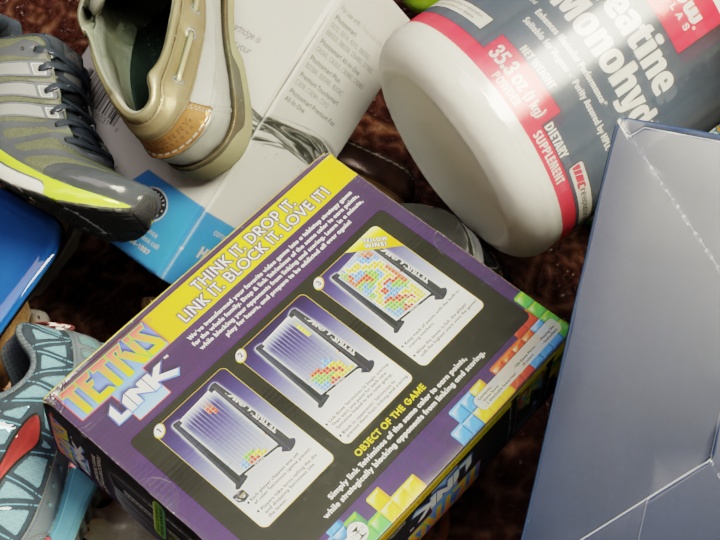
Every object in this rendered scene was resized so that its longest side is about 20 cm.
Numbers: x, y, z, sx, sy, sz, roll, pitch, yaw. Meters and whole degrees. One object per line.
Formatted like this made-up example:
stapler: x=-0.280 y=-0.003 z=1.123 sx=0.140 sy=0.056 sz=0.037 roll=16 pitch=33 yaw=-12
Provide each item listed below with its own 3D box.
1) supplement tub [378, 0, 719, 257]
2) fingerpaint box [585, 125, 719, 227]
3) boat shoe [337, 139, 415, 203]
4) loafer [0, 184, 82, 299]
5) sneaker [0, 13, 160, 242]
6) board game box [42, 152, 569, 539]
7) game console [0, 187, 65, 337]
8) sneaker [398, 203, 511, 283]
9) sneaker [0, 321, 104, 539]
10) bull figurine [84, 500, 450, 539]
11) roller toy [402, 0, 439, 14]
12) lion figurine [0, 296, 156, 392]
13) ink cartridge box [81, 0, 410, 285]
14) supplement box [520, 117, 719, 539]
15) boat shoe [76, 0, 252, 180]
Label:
supplement tub: x=0.123 y=-0.114 z=0.765 sx=0.200 sy=0.141 sz=0.140 roll=-35 pitch=59 yaw=-9
fingerpaint box: x=0.203 y=-0.088 z=0.861 sx=0.167 sy=0.074 sz=0.200 roll=-40 pitch=61 yaw=-16
boat shoe: x=-0.053 y=-0.083 z=0.900 sx=0.199 sy=0.070 sz=0.071 roll=17 pitch=68 yaw=19
loafer: x=-0.241 y=0.020 z=0.869 sx=0.072 sy=0.063 sz=0.201 roll=18 pitch=62 yaw=20
sneaker: x=-0.174 y=-0.084 z=0.781 sx=0.200 sy=0.074 sz=0.081 roll=34 pitch=89 yaw=32
board game box: x=-0.023 y=0.058 z=0.691 sx=0.165 sy=0.057 sz=0.200 roll=36 pitch=62 yaw=23
game console: x=-0.276 y=0.038 z=0.832 sx=0.118 sy=0.171 sz=0.201 roll=36 pitch=73 yaw=-8
sneaker: x=0.000 y=0.000 z=0.843 sx=0.199 sy=0.086 sz=0.081 roll=16 pitch=84 yaw=40
sneaker: x=-0.182 y=0.109 z=0.714 sx=0.095 sy=0.079 sz=0.201 roll=31 pitch=45 yaw=-11
bull figurine: x=-0.051 y=0.109 z=0.768 sx=0.198 sy=0.065 sz=0.122 roll=1 pitch=102 yaw=0
roller toy: x=0.116 y=-0.251 z=0.899 sx=0.200 sy=0.140 sz=0.182 roll=-43 pitch=25 yaw=-22
lion figurine: x=-0.155 y=0.079 z=0.816 sx=0.198 sy=0.073 sz=0.123 roll=1 pitch=68 yaw=4
ink cartridge box: x=-0.083 y=-0.100 z=0.826 sx=0.146 sy=0.084 sz=0.201 roll=34 pitch=91 yaw=34
supplement box: x=0.161 y=0.061 z=0.661 sx=0.133 sy=0.200 sz=0.201 roll=13 pitch=83 yaw=12
boat shoe: x=-0.110 y=-0.145 z=0.765 sx=0.075 sy=0.068 sz=0.201 roll=-32 pitch=58 yaw=19
